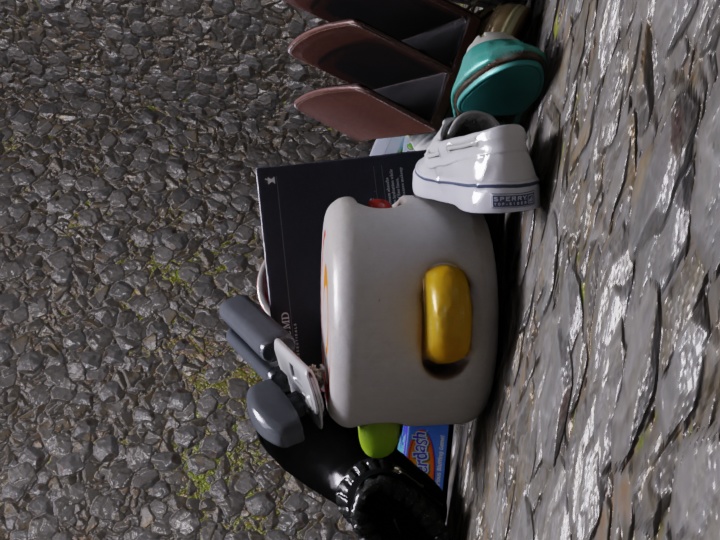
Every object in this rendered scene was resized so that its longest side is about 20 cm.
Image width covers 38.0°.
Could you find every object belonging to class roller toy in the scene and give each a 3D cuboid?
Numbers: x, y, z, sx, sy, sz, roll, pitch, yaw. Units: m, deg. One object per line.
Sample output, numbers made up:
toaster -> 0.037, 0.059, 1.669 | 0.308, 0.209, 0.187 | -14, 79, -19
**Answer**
roller toy -> 0.040, 0.030, 0.835 | 0.201, 0.137, 0.184 | 95, 172, -49

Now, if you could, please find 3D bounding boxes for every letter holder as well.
letter holder -> -0.010, -0.191, 0.912 | 0.102, 0.141, 0.200 | -68, 20, -3

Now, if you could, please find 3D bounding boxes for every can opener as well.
can opener -> -0.080, 0.075, 0.865 | 0.200, 0.066, 0.053 | -139, 35, -60

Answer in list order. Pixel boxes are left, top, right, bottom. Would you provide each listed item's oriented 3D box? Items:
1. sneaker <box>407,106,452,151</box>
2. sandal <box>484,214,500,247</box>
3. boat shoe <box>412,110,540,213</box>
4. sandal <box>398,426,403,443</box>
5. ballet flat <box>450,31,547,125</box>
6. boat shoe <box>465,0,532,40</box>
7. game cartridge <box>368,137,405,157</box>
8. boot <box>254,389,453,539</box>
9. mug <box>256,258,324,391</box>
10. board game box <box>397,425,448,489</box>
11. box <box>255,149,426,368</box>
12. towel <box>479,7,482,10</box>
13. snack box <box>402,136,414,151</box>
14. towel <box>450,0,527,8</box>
sneaker -> 0.059, -0.185, 1.079 | 0.077, 0.075, 0.200 | 53, -173, -22
sandal -> 0.104, -0.092, 0.954 | 0.076, 0.047, 0.202 | 100, 180, -46
boat shoe -> 0.085, -0.084, 0.768 | 0.200, 0.072, 0.066 | -148, 53, -73
sandal -> 0.011, 0.191, 1.179 | 0.058, 0.079, 0.201 | -67, -20, -13
ballet flat -> 0.100, -0.143, 0.815 | 0.200, 0.066, 0.072 | 95, 173, -72
boat shoe -> 0.100, -0.192, 0.932 | 0.074, 0.062, 0.200 | -59, 1, -11
game cartridge -> 0.048, -0.136, 1.238 | 0.133, 0.040, 0.202 | 79, -146, -69
boot -> -0.007, 0.180, 0.892 | 0.080, 0.209, 0.158 | -59, -3, 6
mug -> -0.018, 0.054, 1.142 | 0.201, 0.175, 0.135 | 67, -141, -63
board game box -> 0.055, 0.239, 1.089 | 0.201, 0.044, 0.154 | 96, -178, -59
box -> 0.000, 0.000, 0.991 | 0.104, 0.179, 0.203 | 115, 149, -81
towel -> 0.158, -0.361, 1.082 | 0.200, 0.034, 0.196 | 108, 168, -76
snack box -> 0.086, -0.107, 1.244 | 0.142, 0.052, 0.202 | -53, -23, -53
towel -> 0.061, -0.298, 0.862 | 0.166, 0.197, 0.087 | 104, 177, -77
